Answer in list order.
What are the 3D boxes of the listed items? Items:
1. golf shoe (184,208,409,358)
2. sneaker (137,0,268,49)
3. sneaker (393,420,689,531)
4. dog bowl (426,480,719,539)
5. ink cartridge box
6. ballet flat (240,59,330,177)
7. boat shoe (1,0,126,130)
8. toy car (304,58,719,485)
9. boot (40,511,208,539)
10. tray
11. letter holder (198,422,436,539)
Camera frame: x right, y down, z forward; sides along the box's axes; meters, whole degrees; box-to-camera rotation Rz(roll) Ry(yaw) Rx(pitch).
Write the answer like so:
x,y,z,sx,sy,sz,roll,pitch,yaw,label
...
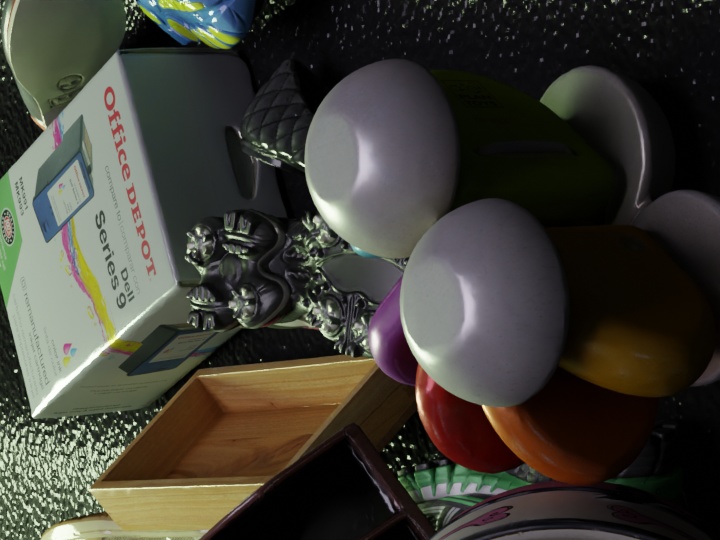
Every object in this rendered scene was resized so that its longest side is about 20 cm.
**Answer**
x,y,z,sx,sy,sz,roll,pitch,yaw,label
0.000,0.000,1.303,0.199,0.088,0.078,8,96,46,golf shoe
-0.087,-0.172,1.426,0.083,0.071,0.199,-48,24,-7,sneaker
0.075,0.122,1.205,0.200,0.078,0.086,-12,87,57,sneaker
0.092,0.178,1.104,0.074,0.199,0.201,-74,-2,-65,dog bowl
-0.129,-0.019,1.483,0.200,0.087,0.146,-37,64,49,ink cartridge box
0.002,-0.066,1.302,0.200,0.066,0.057,21,95,51,ballet flat
-0.172,-0.135,1.499,0.200,0.071,0.063,85,165,-61,boat shoe
0.064,0.006,1.114,0.200,0.174,0.150,56,134,35,toy car
-0.112,0.213,1.497,0.199,0.073,0.157,-13,83,46,boot
-0.057,0.093,1.380,0.037,0.099,0.200,53,151,-19,tray
-0.067,0.184,1.220,0.101,0.142,0.200,53,132,8,letter holder
